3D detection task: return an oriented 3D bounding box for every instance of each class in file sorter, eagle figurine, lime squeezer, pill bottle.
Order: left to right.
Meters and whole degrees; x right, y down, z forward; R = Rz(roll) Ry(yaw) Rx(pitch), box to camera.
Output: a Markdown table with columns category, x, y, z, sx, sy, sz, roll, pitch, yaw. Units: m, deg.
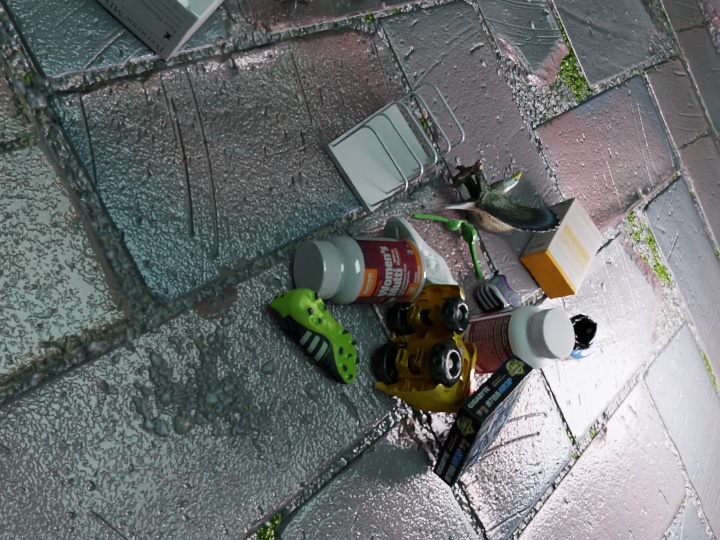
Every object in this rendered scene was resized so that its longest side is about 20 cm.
| category | x | y | z | sx | sy | sz | roll | pitch | yaw |
| --- | --- | --- | --- | --- | --- | --- | --- | --- | --- |
| pill bottle | 0.000 | 0.000 | 0.976 | 0.199 | 0.109 | 0.110 | 0 | 78 | -37 |
| file sorter | 0.068 | -0.224 | 1.076 | 0.200 | 0.124 | 0.139 | -42 | 104 | -35 |
| lime squeezer | 0.185 | -0.071 | 1.188 | 0.200 | 0.038 | 0.071 | 40 | 89 | -23 |
| eagle figurine | 0.269 | -0.128 | 1.177 | 0.200 | 0.151 | 0.152 | 48 | 35 | -11 |
| pill bottle | 0.275 | 0.125 | 1.091 | 0.113 | 0.200 | 0.114 | 10 | 73 | -34 |

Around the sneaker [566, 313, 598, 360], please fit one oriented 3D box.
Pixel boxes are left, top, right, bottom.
| category | x | y | z | sx | sy | sz | roll | pitch | yaw |
| --- | --- | --- | --- | --- | --- | --- | --- | --- | --- |
| sneaker | 0.469 | 0.143 | 1.289 | 0.199 | 0.111 | 0.077 | 17 | 68 | -33 |

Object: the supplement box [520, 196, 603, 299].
| category | x | y | z | sx | sy | sz | roll | pitch | yaw |
| --- | --- | --- | --- | --- | --- | --- | --- | --- | --- |
| supplement box | 0.450 | -0.050 | 1.348 | 0.126 | 0.073 | 0.200 | 50 | 55 | -15 |

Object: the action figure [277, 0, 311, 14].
| category | x | y | z | sx | sy | sz | roll | pitch | yaw |
| --- | --- | --- | --- | --- | --- | --- | --- | --- | --- |
| action figure | -0.109 | -0.554 | 1.045 | 0.119 | 0.102 | 0.201 | 12 | 69 | -46 |

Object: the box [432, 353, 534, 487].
| category | x | y | z | sx | sy | sz | roll | pitch | yaw |
| --- | --- | --- | --- | --- | --- | --- | --- | --- | --- |
| box | 0.205 | 0.255 | 1.020 | 0.046 | 0.201 | 0.159 | 36 | 47 | 26 |

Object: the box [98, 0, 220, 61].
| category | x | y | z | sx | sy | sz | roll | pitch | yaw |
| --- | --- | --- | --- | --- | --- | --- | --- | --- | --- |
| box | -0.282 | -0.456 | 0.869 | 0.199 | 0.131 | 0.200 | 40 | 59 | -22 |

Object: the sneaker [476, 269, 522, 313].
| category | x | y | z | sx | sy | sz | roll | pitch | yaw |
| --- | --- | --- | --- | --- | --- | --- | --- | --- | --- |
| sneaker | 0.316 | 0.093 | 1.214 | 0.200 | 0.074 | 0.088 | 56 | 48 | -11 |

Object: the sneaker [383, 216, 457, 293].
| category | x | y | z | sx | sy | sz | roll | pitch | yaw |
| --- | --- | --- | --- | --- | --- | --- | --- | --- | --- |
| sneaker | 0.109 | -0.015 | 1.097 | 0.201 | 0.070 | 0.080 | 57 | 38 | -15 |

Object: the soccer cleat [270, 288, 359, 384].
| category | x | y | z | sx | sy | sz | roll | pitch | yaw |
| --- | --- | --- | --- | --- | --- | --- | --- | --- | --- |
| soccer cleat | -0.065 | 0.102 | 0.933 | 0.200 | 0.081 | 0.068 | 61 | 40 | -35 |

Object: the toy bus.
| category | x | y | z | sx | sy | sz | roll | pitch | yaw |
| --- | --- | --- | --- | --- | --- | --- | --- | --- | --- |
| toy bus | 0.141 | 0.149 | 1.040 | 0.192 | 0.135 | 0.201 | 42 | 54 | -37 |
